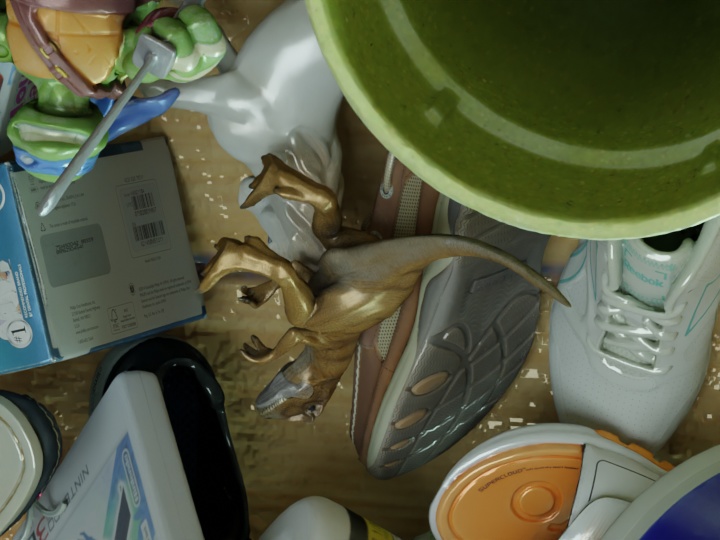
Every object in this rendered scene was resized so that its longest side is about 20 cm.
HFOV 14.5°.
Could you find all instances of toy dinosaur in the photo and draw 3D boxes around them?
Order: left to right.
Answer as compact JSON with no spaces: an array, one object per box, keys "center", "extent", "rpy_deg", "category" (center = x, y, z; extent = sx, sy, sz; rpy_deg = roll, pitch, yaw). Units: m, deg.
[{"center":[0.000,0.000,1.123],"extent":[0.106,0.061,0.200],"rpy_deg":[30,149,-13],"category":"toy dinosaur"}]

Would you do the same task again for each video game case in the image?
[{"center":[-0.104,0.175,1.189],"extent":[0.183,0.022,0.201],"rpy_deg":[-54,44,44],"category":"video game case"}]

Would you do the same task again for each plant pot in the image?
[{"center":[0.100,-0.139,1.026],"extent":[0.199,0.184,0.202],"rpy_deg":[7,115,16],"category":"plant pot"}]

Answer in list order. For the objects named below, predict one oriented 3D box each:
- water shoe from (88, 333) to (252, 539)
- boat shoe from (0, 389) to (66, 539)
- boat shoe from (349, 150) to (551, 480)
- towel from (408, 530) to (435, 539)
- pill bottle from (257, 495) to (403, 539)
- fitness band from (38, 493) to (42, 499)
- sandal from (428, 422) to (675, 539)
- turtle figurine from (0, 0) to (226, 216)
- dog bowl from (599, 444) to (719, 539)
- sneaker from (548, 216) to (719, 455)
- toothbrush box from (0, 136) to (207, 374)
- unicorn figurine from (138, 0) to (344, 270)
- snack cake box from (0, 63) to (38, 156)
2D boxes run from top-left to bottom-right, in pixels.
[{"center":[-0.082,0.130,1.242],"extent":[0.071,0.079,0.201],"rpy_deg":[-13,103,-17],"category":"water shoe"},{"center":[-0.178,0.096,1.220],"extent":[0.200,0.062,0.075],"rpy_deg":[-39,74,47],"category":"boat shoe"},{"center":[0.032,0.001,1.182],"extent":[0.072,0.075,0.201],"rpy_deg":[46,134,32],"category":"boat shoe"},{"center":[0.063,0.178,1.269],"extent":[0.199,0.031,0.150],"rpy_deg":[-22,102,28],"category":"towel"},{"center":[0.037,0.187,1.186],"extent":[0.199,0.112,0.111],"rpy_deg":[29,120,-14],"category":"pill bottle"},{"center":[-0.194,0.159,1.342],"extent":[0.200,0.037,0.144],"rpy_deg":[-35,101,29],"category":"fitness band"},{"center":[0.129,0.127,1.166],"extent":[0.205,0.059,0.079],"rpy_deg":[21,117,-11],"category":"sandal"},{"center":[-0.118,-0.122,1.027],"extent":[0.143,0.199,0.195],"rpy_deg":[17,103,41],"category":"turtle figurine"},{"center":[0.174,0.171,1.128],"extent":[0.199,0.079,0.202],"rpy_deg":[-8,108,-26],"category":"dog bowl"},{"center":[0.114,0.000,1.142],"extent":[0.070,0.080,0.201],"rpy_deg":[18,118,9],"category":"sneaker"},{"center":[-0.189,0.008,1.202],"extent":[0.199,0.146,0.086],"rpy_deg":[-13,91,24],"category":"toothbrush box"},{"center":[-0.031,-0.086,1.156],"extent":[0.137,0.074,0.200],"rpy_deg":[43,122,2],"category":"unicorn figurine"},{"center":[-0.218,-0.141,1.199],"extent":[0.199,0.067,0.116],"rpy_deg":[24,117,8],"category":"snack cake box"}]
